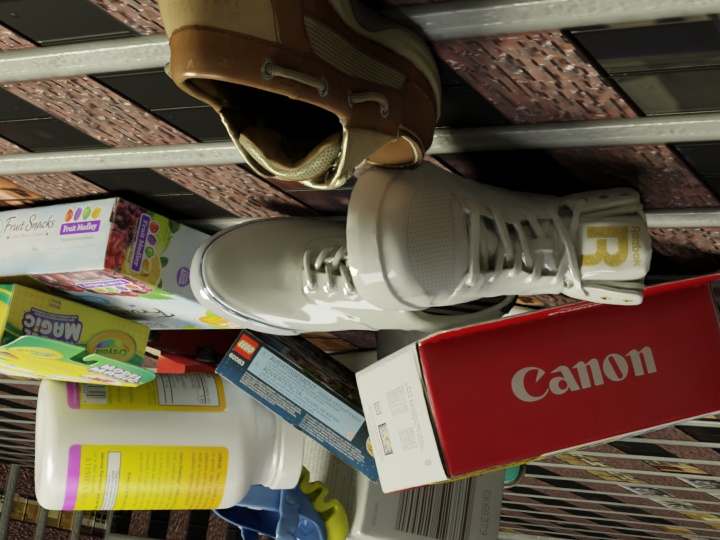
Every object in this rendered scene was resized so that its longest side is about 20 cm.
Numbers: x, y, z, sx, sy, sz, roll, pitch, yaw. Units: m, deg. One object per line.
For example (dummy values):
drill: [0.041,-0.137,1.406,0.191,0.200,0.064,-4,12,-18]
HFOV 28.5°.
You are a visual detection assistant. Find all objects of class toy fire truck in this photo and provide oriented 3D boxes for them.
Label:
toy fire truck: [-0.164,0.054,1.191,0.140,0.049,0.199,-4,162,40]

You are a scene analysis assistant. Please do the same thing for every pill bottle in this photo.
pill bottle: [-0.147,0.132,1.095,0.198,0.105,0.104,3,168,-17]

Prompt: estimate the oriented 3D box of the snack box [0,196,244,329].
snack box: [-0.178,0.000,0.976,0.199,0.054,0.142,-3,163,43]

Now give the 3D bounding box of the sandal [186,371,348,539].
sandal: [-0.097,0.171,1.179,0.200,0.087,0.079,48,133,2]

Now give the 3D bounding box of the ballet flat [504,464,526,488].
ballet flat: [0.096,0.224,1.683,0.198,0.068,0.064,9,173,0]

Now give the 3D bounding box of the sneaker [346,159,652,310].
sneaker: [0.079,-0.018,0.679,0.115,0.075,0.200,-1,-178,26]

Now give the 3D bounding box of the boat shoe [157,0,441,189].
boat shoe: [-0.025,-0.069,0.547,0.075,0.075,0.200,3,167,23]

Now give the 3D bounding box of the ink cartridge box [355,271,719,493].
ink cartridge box: [0.118,0.069,0.860,0.198,0.085,0.176,-11,171,-17]

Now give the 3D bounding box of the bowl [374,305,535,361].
bowl: [0.097,0.090,1.087,0.199,0.091,0.201,9,167,2]

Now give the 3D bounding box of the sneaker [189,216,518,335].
sneaker: [0.000,0.000,0.844,0.198,0.074,0.071,2,167,-16]

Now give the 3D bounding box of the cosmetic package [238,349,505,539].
cosmetic package: [0.014,0.177,1.331,0.164,0.167,0.199,19,162,-35]

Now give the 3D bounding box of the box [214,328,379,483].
box: [-0.033,0.090,1.066,0.136,0.038,0.200,34,-178,0]

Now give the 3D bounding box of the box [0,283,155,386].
box: [-0.237,0.044,0.988,0.199,0.049,0.117,3,166,46]
